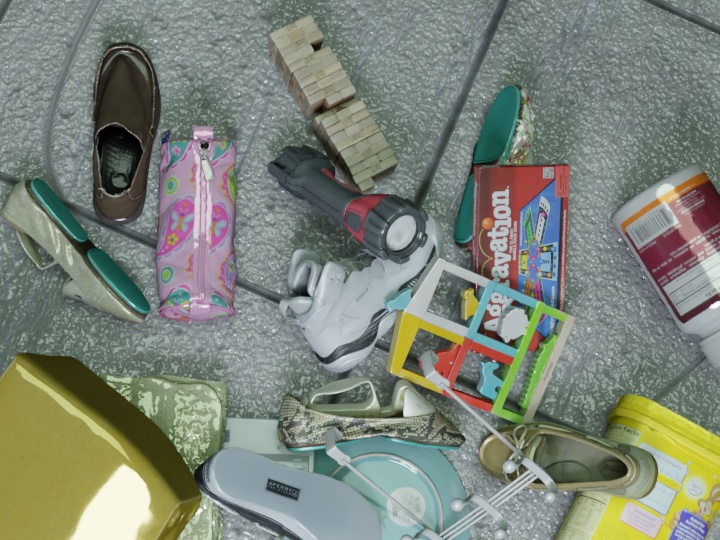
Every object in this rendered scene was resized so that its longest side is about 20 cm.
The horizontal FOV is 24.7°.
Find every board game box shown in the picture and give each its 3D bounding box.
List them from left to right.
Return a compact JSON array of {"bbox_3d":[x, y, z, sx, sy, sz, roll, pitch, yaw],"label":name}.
[{"bbox_3d":[0.168,-0.013,1.744,0.103,0.019,0.200,-2,101,-14],"label":"board game box"}]

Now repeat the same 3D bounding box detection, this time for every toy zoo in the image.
[{"bbox_3d":[0.114,0.070,1.720,0.200,0.020,0.131,22,91,-17],"label":"toy zoo"}]

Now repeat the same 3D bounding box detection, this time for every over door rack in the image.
[{"bbox_3d":[0.078,0.200,1.626,0.148,0.067,0.200,-39,106,19],"label":"over door rack"}]

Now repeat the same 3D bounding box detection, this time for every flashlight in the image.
[{"bbox_3d":[-0.011,-0.075,1.705,0.068,0.068,0.200,-46,43,-7],"label":"flashlight"}]

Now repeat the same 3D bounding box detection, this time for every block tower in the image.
[{"bbox_3d":[-0.029,-0.176,1.783,0.058,0.054,0.200,-27,83,-12],"label":"block tower"}]

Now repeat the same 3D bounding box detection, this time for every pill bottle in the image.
[{"bbox_3d":[0.368,-0.004,1.764,0.114,0.114,0.200,-30,83,-13],"label":"pill bottle"}]

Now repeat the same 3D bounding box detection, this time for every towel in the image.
[{"bbox_3d":[-0.210,0.206,1.670,0.148,0.036,0.200,2,83,-2],"label":"towel"}]

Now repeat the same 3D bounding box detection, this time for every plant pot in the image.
[{"bbox_3d":[-0.269,0.215,1.560,0.200,0.194,0.196,33,90,8],"label":"plant pot"}]

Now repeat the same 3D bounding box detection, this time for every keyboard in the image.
[{"bbox_3d":[-0.147,0.180,1.704,0.200,0.011,0.056,3,71,-3],"label":"keyboard"}]

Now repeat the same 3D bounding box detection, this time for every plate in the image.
[{"bbox_3d":[0.018,0.259,1.705,0.200,0.026,0.200,1,76,-6],"label":"plate"}]

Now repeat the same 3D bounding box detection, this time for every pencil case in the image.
[{"bbox_3d":[-0.171,-0.046,1.720,0.087,0.087,0.200,2,78,-7],"label":"pencil case"}]

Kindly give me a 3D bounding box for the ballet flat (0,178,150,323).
[{"bbox_3d":[-0.300,-0.009,1.716,0.062,0.067,0.200,-43,81,14],"label":"ballet flat"}]

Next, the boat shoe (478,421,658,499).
[{"bbox_3d":[0.201,0.193,1.674,0.200,0.063,0.073,9,83,36],"label":"boat shoe"}]

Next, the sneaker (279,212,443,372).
[{"bbox_3d":[0.000,0.000,1.712,0.200,0.075,0.115,-53,126,-11],"label":"sneaker"}]

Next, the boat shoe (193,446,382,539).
[{"bbox_3d":[-0.075,0.239,1.654,0.199,0.068,0.074,21,65,-20],"label":"boat shoe"}]

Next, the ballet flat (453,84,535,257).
[{"bbox_3d":[0.154,-0.102,1.792,0.064,0.076,0.200,26,78,-33],"label":"ballet flat"}]

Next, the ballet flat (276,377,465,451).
[{"bbox_3d":[0.014,0.147,1.690,0.200,0.068,0.075,1,98,-11],"label":"ballet flat"}]

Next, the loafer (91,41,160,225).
[{"bbox_3d":[-0.248,-0.152,1.740,0.073,0.071,0.200,0,77,-8],"label":"loafer"}]

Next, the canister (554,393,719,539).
[{"bbox_3d":[0.295,0.251,1.712,0.148,0.087,0.200,29,77,0],"label":"canister"}]
